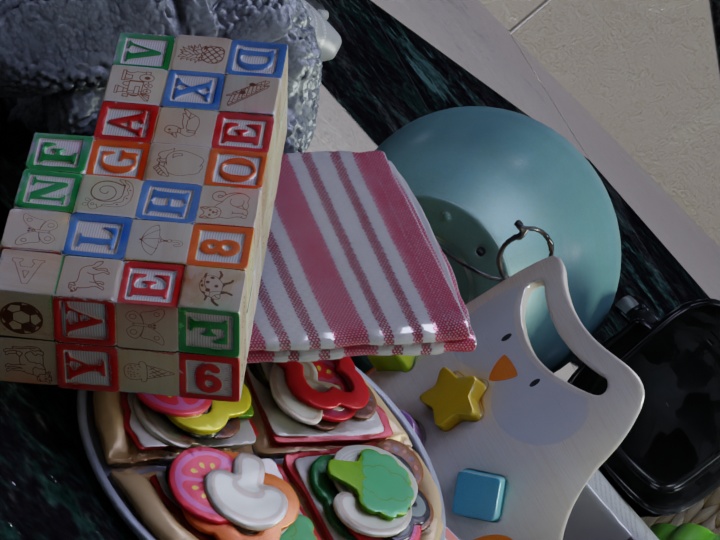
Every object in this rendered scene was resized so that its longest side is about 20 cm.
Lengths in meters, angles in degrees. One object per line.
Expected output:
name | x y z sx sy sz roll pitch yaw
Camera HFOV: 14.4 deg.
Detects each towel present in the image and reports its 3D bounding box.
towel | -0.055 -0.002 1.428 0.200 0.030 0.146 -4 41 -19

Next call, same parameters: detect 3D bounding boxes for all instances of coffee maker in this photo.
coffee maker | 0.197 0.112 1.904 0.135 0.192 0.200 27 -2 8

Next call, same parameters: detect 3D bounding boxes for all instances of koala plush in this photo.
koala plush | -0.127 -0.092 1.572 0.177 0.184 0.200 65 -17 -8

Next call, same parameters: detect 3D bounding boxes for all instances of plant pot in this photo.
plant pot | 0.060 -0.002 1.899 0.201 0.201 0.161 51 18 3

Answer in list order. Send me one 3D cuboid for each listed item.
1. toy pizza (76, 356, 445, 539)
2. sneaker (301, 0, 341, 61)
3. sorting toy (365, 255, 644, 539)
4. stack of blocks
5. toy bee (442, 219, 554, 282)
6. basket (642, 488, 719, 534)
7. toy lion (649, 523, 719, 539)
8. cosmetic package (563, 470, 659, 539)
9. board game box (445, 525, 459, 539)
toy pizza | -0.043 0.086 1.391 0.200 0.032 0.200 21 38 -18
sneaker | -0.090 -0.146 1.691 0.200 0.075 0.115 19 -2 45
sorting toy | 0.074 0.084 1.689 0.107 0.180 0.200 37 17 -50
stack of blocks | -0.102 -0.031 1.374 0.200 0.115 0.059 -81 175 -48
toy bee | 0.000 0.000 1.775 0.200 0.131 0.109 4 27 -39
basket | 0.278 0.204 2.062 0.123 0.200 0.136 52 11 35
toy lion | 0.243 0.250 1.901 0.192 0.069 0.200 38 -30 2
cosmetic package | 0.130 0.183 1.795 0.200 0.102 0.074 47 10 -9
board game box | -0.012 0.114 1.541 0.200 0.019 0.103 46 -23 -20
